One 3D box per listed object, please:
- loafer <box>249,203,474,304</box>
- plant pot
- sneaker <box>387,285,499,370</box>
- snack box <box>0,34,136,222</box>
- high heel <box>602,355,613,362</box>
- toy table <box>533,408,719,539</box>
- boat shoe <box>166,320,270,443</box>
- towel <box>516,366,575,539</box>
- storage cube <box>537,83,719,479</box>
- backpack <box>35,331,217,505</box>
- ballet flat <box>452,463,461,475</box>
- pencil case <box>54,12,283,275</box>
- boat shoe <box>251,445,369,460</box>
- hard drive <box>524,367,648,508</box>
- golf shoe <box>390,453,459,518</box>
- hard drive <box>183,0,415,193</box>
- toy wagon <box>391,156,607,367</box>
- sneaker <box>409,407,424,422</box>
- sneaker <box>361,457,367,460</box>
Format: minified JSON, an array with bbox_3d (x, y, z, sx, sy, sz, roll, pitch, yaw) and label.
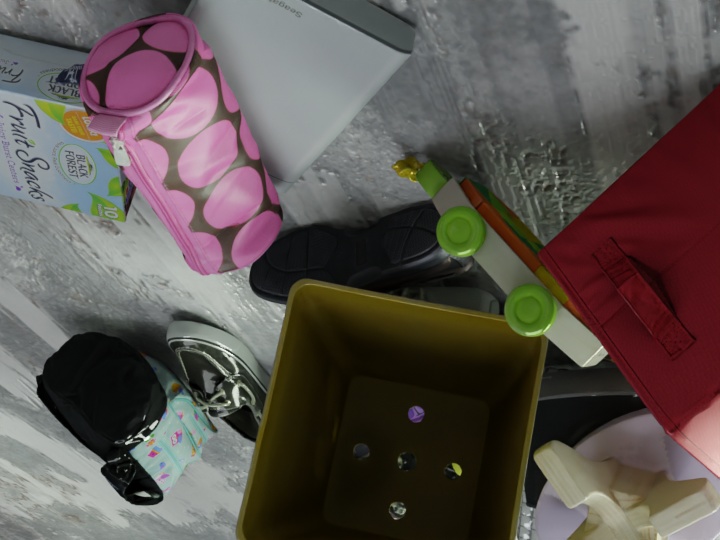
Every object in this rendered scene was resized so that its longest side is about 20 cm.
[{"bbox_3d":[0.000,0.000,0.883,0.197,0.073,0.063,-13,147,31],"label":"loafer"},{"bbox_3d":[0.031,0.142,0.858,0.196,0.203,0.177,10,165,8],"label":"plant pot"},{"bbox_3d":[0.025,0.043,0.944,0.197,0.071,0.080,-9,142,32],"label":"sneaker"},{"bbox_3d":[-0.269,-0.113,0.801,0.196,0.054,0.143,12,151,-1],"label":"snack box"},{"bbox_3d":[0.246,0.091,0.870,0.198,0.145,0.071,-13,142,36],"label":"high heel"},{"bbox_3d":[0.215,0.199,0.870,0.184,0.117,0.201,44,116,9],"label":"toy table"},{"bbox_3d":[-0.143,0.122,1.141,0.070,0.065,0.200,-5,146,27],"label":"boat shoe"},{"bbox_3d":[0.232,0.190,1.020,0.163,0.204,0.085,6,-166,22],"label":"towel"},{"bbox_3d":[0.249,0.018,0.650,0.180,0.172,0.199,-43,128,13],"label":"storage cube"},{"bbox_3d":[-0.240,0.164,1.166,0.167,0.126,0.201,41,165,31],"label":"backpack"},{"bbox_3d":[0.122,0.173,1.059,0.066,0.068,0.200,23,180,16],"label":"ballet flat"},{"bbox_3d":[-0.117,-0.073,0.721,0.089,0.095,0.201,1,149,18],"label":"pencil case"},{"bbox_3d":[-0.038,0.175,1.146,0.199,0.074,0.062,-32,161,33],"label":"boat shoe"},{"bbox_3d":[0.232,0.155,0.940,0.197,0.137,0.042,-4,-170,25],"label":"hard drive"},{"bbox_3d":[0.037,0.229,1.144,0.197,0.079,0.088,-7,168,20],"label":"golf shoe"},{"bbox_3d":[-0.067,-0.129,0.729,0.130,0.027,0.200,23,148,-18],"label":"hard drive"},{"bbox_3d":[0.099,-0.015,0.755,0.040,0.201,0.155,-44,163,13],"label":"toy wagon"},{"bbox_3d":[0.075,0.085,1.013,0.083,0.081,0.199,38,134,-17],"label":"sneaker"},{"bbox_3d":[0.046,0.219,1.242,0.078,0.072,0.201,-5,150,12],"label":"sneaker"}]
